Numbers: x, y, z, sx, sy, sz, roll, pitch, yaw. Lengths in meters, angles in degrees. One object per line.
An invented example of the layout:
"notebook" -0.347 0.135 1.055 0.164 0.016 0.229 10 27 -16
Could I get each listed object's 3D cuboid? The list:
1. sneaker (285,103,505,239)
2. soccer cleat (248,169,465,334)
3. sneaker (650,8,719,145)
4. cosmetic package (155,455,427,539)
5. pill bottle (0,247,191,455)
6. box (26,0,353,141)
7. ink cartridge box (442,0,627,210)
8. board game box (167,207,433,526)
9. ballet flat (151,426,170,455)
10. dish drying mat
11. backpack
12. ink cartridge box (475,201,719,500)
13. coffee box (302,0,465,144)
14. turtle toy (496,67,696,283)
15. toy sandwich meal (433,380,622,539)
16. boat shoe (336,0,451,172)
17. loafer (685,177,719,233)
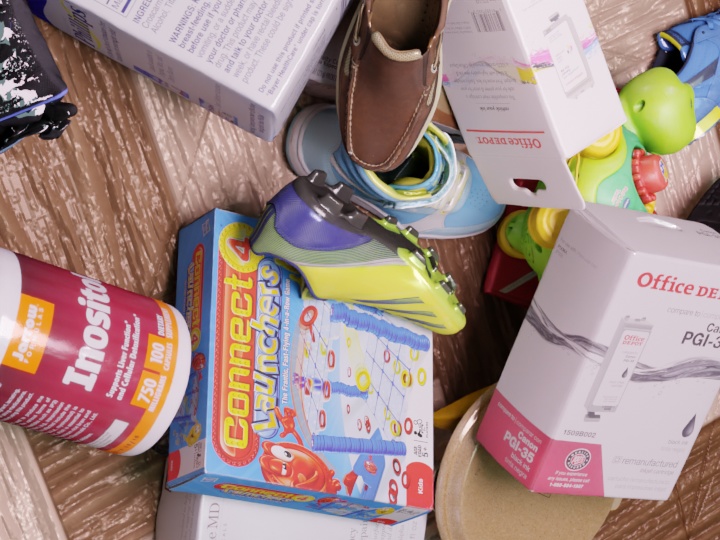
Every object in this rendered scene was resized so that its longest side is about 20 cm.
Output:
"sneaker" 0.053 -0.067 1.386 0.199 0.130 0.080 16 88 -32
"soccer cleat" 0.000 -0.001 1.341 0.084 0.065 0.200 -43 131 15
"sneaker" 0.304 -0.193 1.552 0.200 0.066 0.079 -45 113 -17
"cosmetic package" -0.052 0.198 1.403 0.199 0.074 0.102 4 96 -32
"pill bottle" -0.225 0.050 1.251 0.200 0.113 0.113 20 88 -32
"box" -0.101 -0.219 1.237 0.200 0.105 0.184 29 82 1
"ink cartridge box" 0.115 -0.147 1.322 0.067 0.116 0.201 -32 111 -26
"board game box" -0.040 0.073 1.353 0.195 0.056 0.201 13 66 -32
"ballet flat" -0.072 0.095 1.397 0.199 0.057 0.067 -12 77 -34
"dish drying mat" 0.160 -0.067 1.515 0.077 0.018 0.201 20 88 -31
"backpack" -0.298 -0.112 1.152 0.200 0.183 0.135 -27 103 -12
"ink cartridge box" 0.194 0.063 1.363 0.146 0.083 0.201 8 112 -34
"coffee box" 0.023 -0.175 1.379 0.199 0.080 0.115 17 87 -32
"turtle toy" 0.190 -0.072 1.429 0.101 0.146 0.201 26 84 -6
"toy sandwich meal" 0.132 0.154 1.468 0.205 0.070 0.206 -10 110 -30
"boat shoe" 0.022 -0.155 1.244 0.074 0.075 0.203 14 114 6
"loafer" 0.288 0.002 1.532 0.200 0.073 0.071 -43 124 -18
